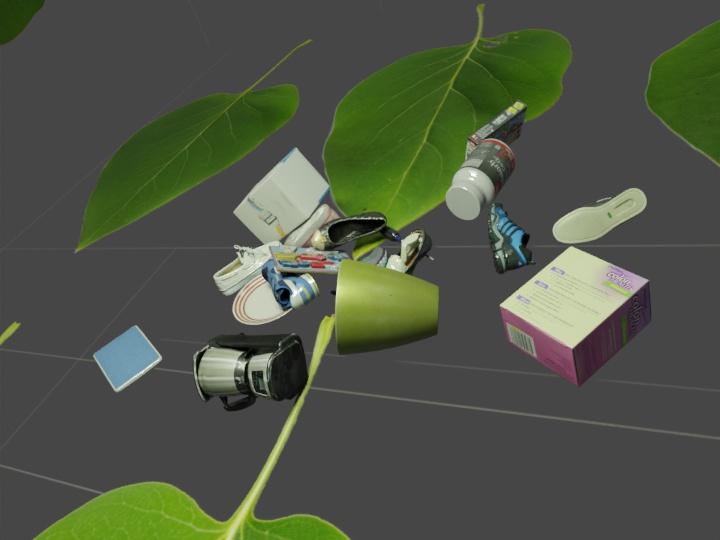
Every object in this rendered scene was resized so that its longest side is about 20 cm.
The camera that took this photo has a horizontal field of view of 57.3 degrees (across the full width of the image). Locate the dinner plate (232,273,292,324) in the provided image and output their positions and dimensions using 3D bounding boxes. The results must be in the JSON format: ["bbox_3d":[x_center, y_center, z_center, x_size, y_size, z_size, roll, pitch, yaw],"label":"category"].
[{"bbox_3d":[-0.216,0.065,1.596,0.195,0.025,0.202,-16,35,11],"label":"dinner plate"}]

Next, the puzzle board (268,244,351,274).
[{"bbox_3d":[-0.113,-0.029,1.566,0.194,0.018,0.151,4,22,-18],"label":"puzzle board"}]

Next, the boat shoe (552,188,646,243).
[{"bbox_3d":[0.505,-0.110,1.404,0.196,0.074,0.068,-23,-3,11],"label":"boat shoe"}]

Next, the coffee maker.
[{"bbox_3d":[-0.211,0.182,1.340,0.195,0.137,0.194,-3,38,25],"label":"coffee maker"}]

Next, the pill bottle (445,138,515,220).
[{"bbox_3d":[0.291,-0.221,1.608,0.114,0.118,0.201,9,46,37],"label":"pill bottle"}]

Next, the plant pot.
[{"bbox_3d":[0.058,0.075,1.314,0.194,0.191,0.189,1,38,6],"label":"plant pot"}]

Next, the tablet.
[{"bbox_3d":[-0.569,0.212,1.608,0.129,0.014,0.198,-37,38,-20],"label":"tablet"}]

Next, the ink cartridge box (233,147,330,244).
[{"bbox_3d":[-0.210,-0.188,1.757,0.198,0.145,0.148,-31,20,44],"label":"ink cartridge box"}]

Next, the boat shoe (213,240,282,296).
[{"bbox_3d":[-0.295,-0.030,1.696,0.200,0.087,0.074,-37,31,-12],"label":"boat shoe"}]

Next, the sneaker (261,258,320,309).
[{"bbox_3d":[-0.181,0.032,1.537,0.082,0.075,0.198,-42,39,-24],"label":"sneaker"}]

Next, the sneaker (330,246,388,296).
[{"bbox_3d":[0.000,0.000,1.486,0.074,0.087,0.202,-44,15,43],"label":"sneaker"}]

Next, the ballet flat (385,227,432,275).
[{"bbox_3d":[0.095,-0.023,1.486,0.072,0.074,0.201,12,52,40],"label":"ballet flat"}]

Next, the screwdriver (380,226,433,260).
[{"bbox_3d":[0.110,-0.069,1.585,0.027,0.030,0.198,-19,30,-30],"label":"screwdriver"}]

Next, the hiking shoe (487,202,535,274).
[{"bbox_3d":[0.326,-0.072,1.444,0.084,0.075,0.204,-7,47,8],"label":"hiking shoe"}]

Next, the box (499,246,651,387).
[{"bbox_3d":[0.384,0.076,1.181,0.198,0.098,0.175,-36,37,-17],"label":"box"}]

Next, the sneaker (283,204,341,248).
[{"bbox_3d":[-0.113,-0.077,1.697,0.199,0.104,0.077,-38,33,32],"label":"sneaker"}]

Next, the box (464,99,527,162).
[{"bbox_3d":[0.357,-0.355,1.751,0.199,0.111,0.035,-38,62,-21],"label":"box"}]

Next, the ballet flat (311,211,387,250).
[{"bbox_3d":[-0.028,-0.102,1.610,0.195,0.068,0.057,-20,7,-10],"label":"ballet flat"}]
